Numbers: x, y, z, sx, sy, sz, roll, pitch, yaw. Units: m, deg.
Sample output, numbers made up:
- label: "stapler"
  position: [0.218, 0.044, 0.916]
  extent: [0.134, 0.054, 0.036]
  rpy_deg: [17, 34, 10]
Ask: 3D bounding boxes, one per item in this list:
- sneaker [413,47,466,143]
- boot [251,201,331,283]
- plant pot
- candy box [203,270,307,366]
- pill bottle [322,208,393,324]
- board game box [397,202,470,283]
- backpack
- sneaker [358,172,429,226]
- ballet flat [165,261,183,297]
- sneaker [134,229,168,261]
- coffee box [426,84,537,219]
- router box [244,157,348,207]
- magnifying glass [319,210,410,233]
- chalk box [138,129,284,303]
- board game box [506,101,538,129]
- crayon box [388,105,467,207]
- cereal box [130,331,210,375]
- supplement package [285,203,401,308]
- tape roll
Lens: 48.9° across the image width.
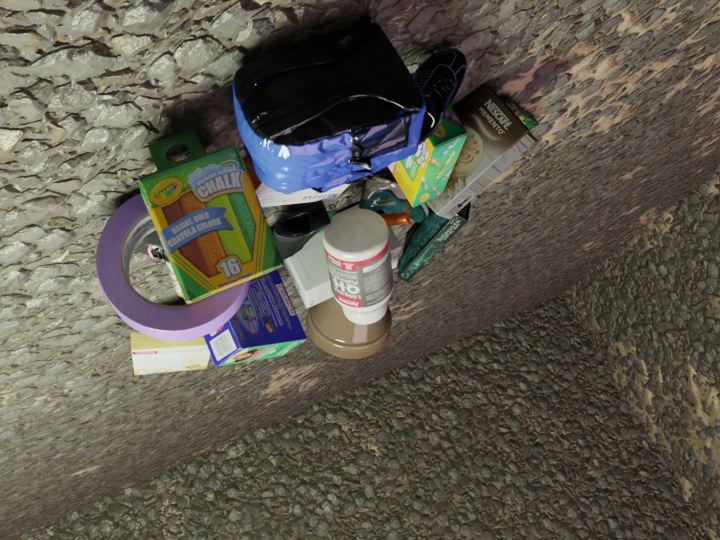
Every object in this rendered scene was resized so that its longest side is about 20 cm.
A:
- label: "sneaker"
  position: [0.094, -0.228, 1.063]
  extent: [0.200, 0.070, 0.078]
  rpy_deg: [-54, -158, -18]
- label: "boot"
  position: [-0.143, -0.041, 1.311]
  extent: [0.165, 0.066, 0.200]
  rpy_deg: [-36, -175, -19]
- label: "plant pot"
  position: [-0.014, 0.069, 1.778]
  extent: [0.200, 0.200, 0.175]
  rpy_deg: [-20, 144, -28]
- label: "candy box"
  position: [-0.209, 0.077, 1.456]
  extent: [0.077, 0.169, 0.200]
  rpy_deg: [-33, 164, 29]
- label: "pill bottle"
  position: [0.000, 0.000, 1.360]
  extent: [0.111, 0.111, 0.200]
  rpy_deg: [-24, 140, -14]
- label: "board game box"
  position: [0.139, -0.082, 1.476]
  extent: [0.200, 0.028, 0.135]
  rpy_deg: [-48, -161, 42]
- label: "backpack"
  position: [-0.044, -0.173, 0.942]
  extent: [0.200, 0.163, 0.168]
  rpy_deg: [-20, 148, -16]
- label: "sneaker"
  position: [0.056, -0.120, 1.436]
  extent: [0.200, 0.077, 0.080]
  rpy_deg: [18, 100, -57]
- label: "ballet flat"
  position: [-0.270, -0.028, 1.251]
  extent: [0.064, 0.076, 0.200]
  rpy_deg: [16, 138, -23]
- label: "sneaker"
  position: [-0.255, -0.018, 1.128]
  extent: [0.200, 0.099, 0.071]
  rpy_deg: [-2, 161, -5]
- label: "coffee box"
  position: [0.178, -0.196, 1.321]
  extent: [0.200, 0.114, 0.080]
  rpy_deg: [-43, 161, 16]
- label: "router box"
  position: [-0.067, -0.167, 1.160]
  extent: [0.200, 0.049, 0.179]
  rpy_deg: [-12, 157, -45]
- label: "magnifying glass"
  position: [-0.010, -0.087, 1.379]
  extent: [0.200, 0.022, 0.080]
  rpy_deg: [0, 163, 24]
- label: "chalk box"
  position: [-0.192, -0.073, 0.966]
  extent: [0.125, 0.200, 0.124]
  rpy_deg: [-23, -176, -14]
- label: "board game box"
  position: [0.258, -0.257, 1.445]
  extent: [0.105, 0.023, 0.200]
  rpy_deg: [-37, 168, 22]
- label: "crayon box"
  position: [0.091, -0.195, 1.210]
  extent: [0.058, 0.119, 0.200]
  rpy_deg: [-24, 164, -14]
- label: "cereal box"
  position: [-0.358, 0.154, 1.497]
  extent: [0.144, 0.040, 0.200]
  rpy_deg: [-2, 161, -16]
- label: "supplement package"
  position: [-0.039, -0.032, 1.500]
  extent: [0.200, 0.117, 0.117]
  rpy_deg: [-26, 164, -10]
- label: "tape roll"
  position: [-0.247, -0.010, 1.061]
  extent: [0.200, 0.200, 0.066]
  rpy_deg: [-24, 168, -14]
